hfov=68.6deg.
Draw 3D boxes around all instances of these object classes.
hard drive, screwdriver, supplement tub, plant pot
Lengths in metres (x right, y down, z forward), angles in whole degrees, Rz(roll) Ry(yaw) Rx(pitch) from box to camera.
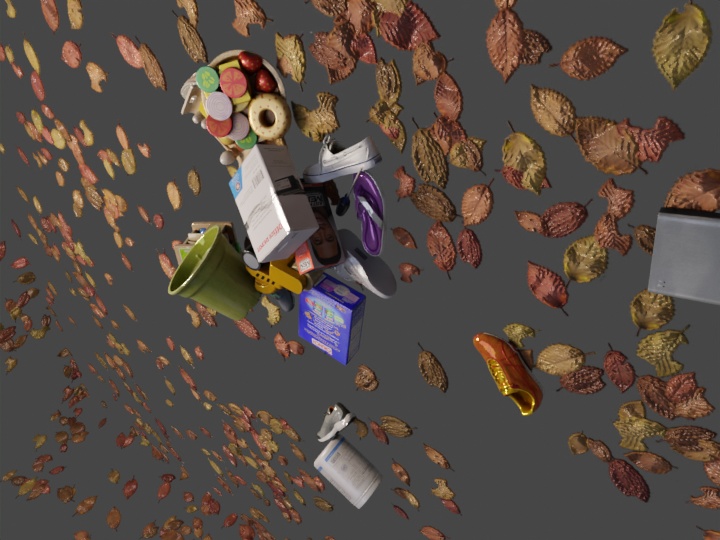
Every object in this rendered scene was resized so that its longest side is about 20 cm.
[{"bbox_3d":[0.542,-0.014,0.777,0.197,0.033,0.142,13,126,34],"label":"hard drive"},{"bbox_3d":[-0.027,-0.168,1.124,0.028,0.029,0.200,6,158,-8],"label":"screwdriver"},{"bbox_3d":[-0.039,0.635,1.680,0.199,0.132,0.133,41,138,10],"label":"supplement tub"},{"bbox_3d":[-0.347,0.024,1.330,0.184,0.203,0.198,40,144,-26],"label":"plant pot"}]

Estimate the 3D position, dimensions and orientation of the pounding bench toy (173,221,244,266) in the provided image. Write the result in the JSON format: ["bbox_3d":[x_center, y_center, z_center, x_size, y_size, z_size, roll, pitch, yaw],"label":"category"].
[{"bbox_3d":[-0.387,-0.053,1.483,0.195,0.157,0.126,0,123,8],"label":"pounding bench toy"}]

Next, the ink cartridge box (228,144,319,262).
[{"bbox_3d":[-0.187,-0.140,1.121,0.144,0.083,0.203,-36,71,44],"label":"ink cartridge box"}]

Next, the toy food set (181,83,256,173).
[{"bbox_3d":[-0.341,-0.330,1.259,0.200,0.061,0.143,48,153,-11],"label":"toy food set"}]

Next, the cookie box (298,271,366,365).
[{"bbox_3d":[-0.078,0.121,1.383,0.169,0.075,0.203,28,134,22],"label":"cookie box"}]

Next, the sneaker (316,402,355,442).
[{"bbox_3d":[-0.087,0.475,1.659,0.080,0.073,0.201,51,133,12],"label":"sneaker"}]

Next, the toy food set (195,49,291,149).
[{"bbox_3d":[-0.255,-0.368,1.145,0.194,0.049,0.203,-12,116,12],"label":"toy food set"}]

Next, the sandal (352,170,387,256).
[{"bbox_3d":[0.018,-0.118,1.145,0.081,0.050,0.206,9,125,36],"label":"sandal"}]

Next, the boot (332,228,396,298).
[{"bbox_3d":[0.000,0.000,1.241,0.201,0.073,0.096,50,145,13],"label":"boot"}]

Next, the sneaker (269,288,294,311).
[{"bbox_3d":[-0.253,0.039,1.466,0.073,0.087,0.203,-2,117,41],"label":"sneaker"}]

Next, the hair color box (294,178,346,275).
[{"bbox_3d":[-0.110,-0.102,1.184,0.061,0.100,0.204,-20,85,46],"label":"hair color box"}]

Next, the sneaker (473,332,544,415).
[{"bbox_3d":[0.310,0.215,1.113,0.200,0.077,0.073,48,140,5],"label":"sneaker"}]

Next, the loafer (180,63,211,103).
[{"bbox_3d":[-0.348,-0.443,1.233,0.197,0.064,0.072,-3,151,45],"label":"loafer"}]

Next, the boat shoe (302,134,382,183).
[{"bbox_3d":[-0.052,-0.241,1.099,0.199,0.075,0.088,-5,117,40],"label":"boat shoe"}]

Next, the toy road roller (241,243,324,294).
[{"bbox_3d":[-0.185,-0.004,1.273,0.197,0.123,0.148,25,137,12],"label":"toy road roller"}]
